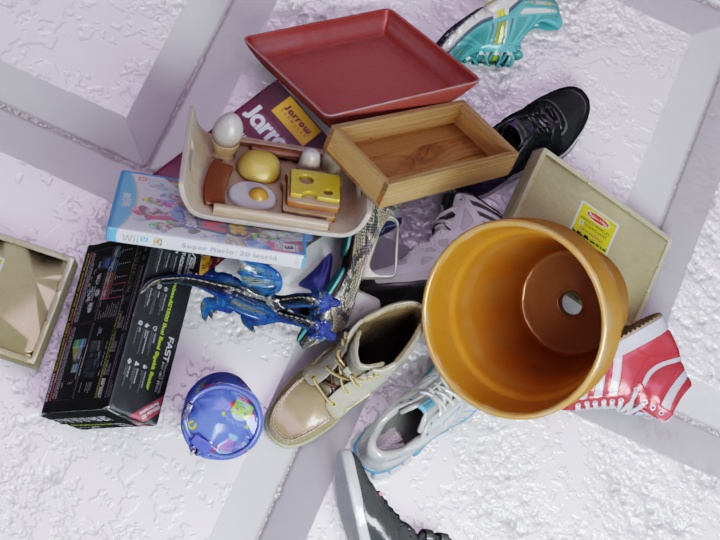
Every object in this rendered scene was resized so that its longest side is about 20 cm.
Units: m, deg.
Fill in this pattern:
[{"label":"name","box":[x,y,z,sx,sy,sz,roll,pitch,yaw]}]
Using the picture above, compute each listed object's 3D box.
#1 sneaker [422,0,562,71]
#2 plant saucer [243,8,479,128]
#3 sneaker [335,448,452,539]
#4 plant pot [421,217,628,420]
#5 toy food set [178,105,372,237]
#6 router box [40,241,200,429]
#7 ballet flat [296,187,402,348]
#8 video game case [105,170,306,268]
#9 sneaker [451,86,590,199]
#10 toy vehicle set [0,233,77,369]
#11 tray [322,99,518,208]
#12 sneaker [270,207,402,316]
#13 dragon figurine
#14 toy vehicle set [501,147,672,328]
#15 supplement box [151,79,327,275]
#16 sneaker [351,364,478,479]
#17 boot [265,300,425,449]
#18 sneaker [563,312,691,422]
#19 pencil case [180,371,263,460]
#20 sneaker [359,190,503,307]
[{"label":"sneaker","box":[0.154,-0.271,1.795,0.200,0.078,0.080,-34,94,-14]},{"label":"plant saucer","box":[-0.001,-0.223,1.715,0.199,0.037,0.200,-16,39,-26]},{"label":"sneaker","box":[0.040,0.277,1.630,0.099,0.071,0.200,-17,84,-14]},{"label":"plant pot","box":[0.192,0.040,1.588,0.200,0.183,0.201,3,97,28]},{"label":"toy food set","box":[-0.087,-0.110,1.593,0.199,0.061,0.144,8,39,-8]},{"label":"router box","box":[-0.251,0.065,1.598,0.062,0.150,0.200,25,70,-34]},{"label":"ballet flat","box":[0.000,0.000,1.631,0.075,0.068,0.200,22,79,-7]},{"label":"video game case","box":[-0.155,-0.054,1.575,0.199,0.143,0.018,8,117,-6]},{"label":"sneaker","box":[0.194,-0.153,1.757,0.200,0.088,0.076,-36,82,-15]},{"label":"toy vehicle set","box":[-0.419,0.016,1.638,0.200,0.027,0.125,18,74,2]},{"label":"tray","box":[0.066,-0.126,1.630,0.200,0.037,0.099,-15,52,-41]},{"label":"sneaker","box":[-0.045,-0.007,1.694,0.199,0.080,0.115,-21,107,-31]},{"label":"dragon figurine","box":[-0.115,0.024,1.551,0.200,0.099,0.059,23,70,-30]},{"label":"toy vehicle set","box":[0.253,-0.033,1.732,0.200,0.027,0.124,33,71,-18]},{"label":"supplement box","box":[-0.136,-0.102,1.697,0.200,0.086,0.110,-40,83,-16]},{"label":"sneaker","box":[0.078,0.150,1.659,0.200,0.087,0.075,-42,82,-17]},{"label":"boot","box":[-0.016,0.108,1.619,0.200,0.155,0.072,-38,86,-12]},{"label":"sneaker","box":[0.274,0.142,1.698,0.200,0.071,0.113,-29,91,-3]},{"label":"pencil case","box":[-0.145,0.150,1.570,0.087,0.200,0.078,-43,93,-5]},{"label":"sneaker","box":[0.082,-0.024,1.721,0.200,0.076,0.116,-8,68,-21]}]
